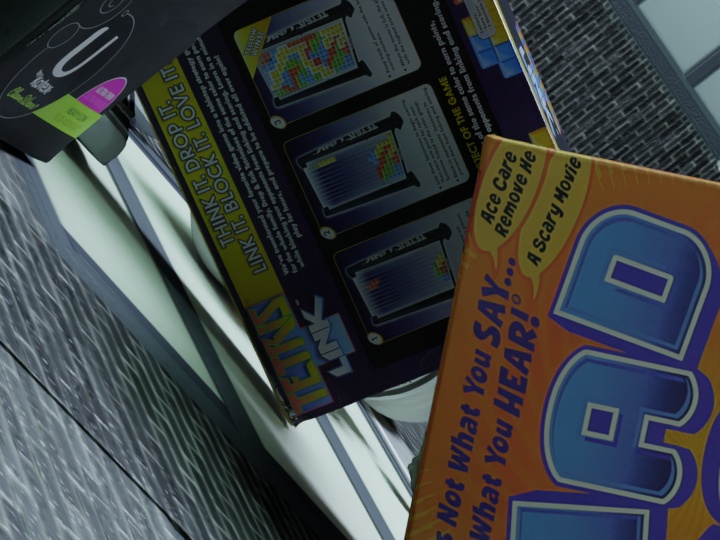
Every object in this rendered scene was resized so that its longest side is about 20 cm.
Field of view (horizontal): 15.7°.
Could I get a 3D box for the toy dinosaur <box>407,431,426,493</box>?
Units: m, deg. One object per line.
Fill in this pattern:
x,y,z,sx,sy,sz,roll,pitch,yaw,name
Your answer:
0.087,0.173,1.387,0.088,0.047,0.200,24,26,-52,toy dinosaur

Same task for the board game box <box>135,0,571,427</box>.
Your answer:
0.005,-0.052,1.176,0.057,0.165,0.201,-76,144,-72,board game box

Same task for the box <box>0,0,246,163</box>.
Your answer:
-0.148,-0.162,0.989,0.200,0.124,0.149,52,4,9,box

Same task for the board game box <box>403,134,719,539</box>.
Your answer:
0.127,0.065,1.044,0.199,0.201,0.200,11,2,3,board game box

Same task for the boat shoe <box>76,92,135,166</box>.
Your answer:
-0.130,-0.117,1.234,0.070,0.066,0.200,50,4,-28,boat shoe

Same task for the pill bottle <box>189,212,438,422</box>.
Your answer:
0.000,0.000,1.383,0.117,0.116,0.200,55,4,34,pill bottle

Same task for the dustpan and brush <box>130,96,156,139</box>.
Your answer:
-0.143,-0.140,1.408,0.139,0.057,0.200,28,-12,36,dustpan and brush
